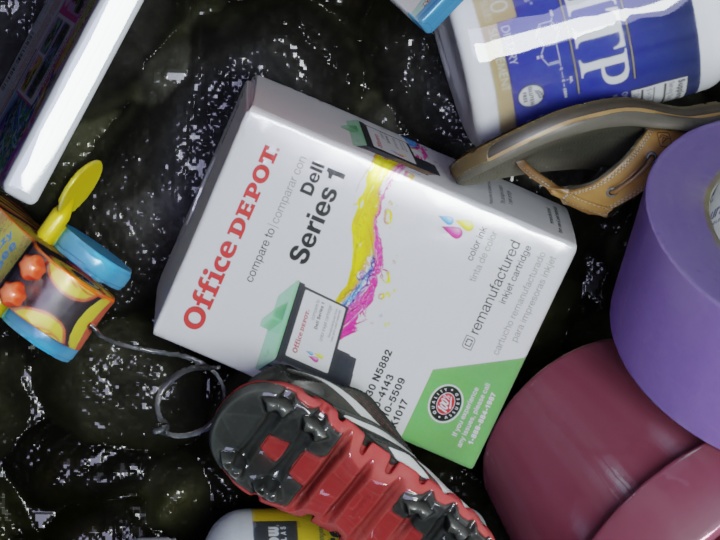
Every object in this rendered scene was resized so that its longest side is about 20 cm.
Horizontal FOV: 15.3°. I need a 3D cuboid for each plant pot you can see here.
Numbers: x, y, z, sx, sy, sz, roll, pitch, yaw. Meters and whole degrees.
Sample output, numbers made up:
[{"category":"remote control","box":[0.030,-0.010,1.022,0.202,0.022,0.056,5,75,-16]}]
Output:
[{"category":"plant pot","box":[0.166,0.139,1.469,0.199,0.179,0.201,-20,134,-22]}]

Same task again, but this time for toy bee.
[{"category":"toy bee","box":[-0.166,0.000,1.438,0.199,0.109,0.132,13,78,31]}]

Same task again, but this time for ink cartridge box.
[{"category":"ink cartridge box","box":[0.000,0.000,1.496,0.199,0.084,0.145,23,105,-6]}]

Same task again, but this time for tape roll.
[{"category":"tape roll","box":[0.236,0.011,1.408,0.199,0.201,0.085,9,130,-5]}]

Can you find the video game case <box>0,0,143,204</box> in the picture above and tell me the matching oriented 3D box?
[{"category":"video game case","box":[-0.146,-0.139,1.434,0.024,0.182,0.201,28,93,-16]}]

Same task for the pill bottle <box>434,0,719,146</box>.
[{"category":"pill bottle","box":[0.144,-0.149,1.487,0.199,0.120,0.120,-16,97,-3]}]

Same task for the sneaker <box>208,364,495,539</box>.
[{"category":"sneaker","box":[0.008,0.119,1.440,0.200,0.098,0.071,38,106,-10]}]

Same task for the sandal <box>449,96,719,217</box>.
[{"category":"sandal","box":[0.145,-0.056,1.472,0.199,0.082,0.055,-1,72,-30]}]

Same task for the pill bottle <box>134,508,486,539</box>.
[{"category":"pill bottle","box":[-0.028,0.190,1.510,0.199,0.112,0.113,0,96,-5]}]

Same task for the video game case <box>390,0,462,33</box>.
[{"category":"video game case","box":[0.022,-0.240,1.464,0.143,0.018,0.200,-45,61,1]}]
